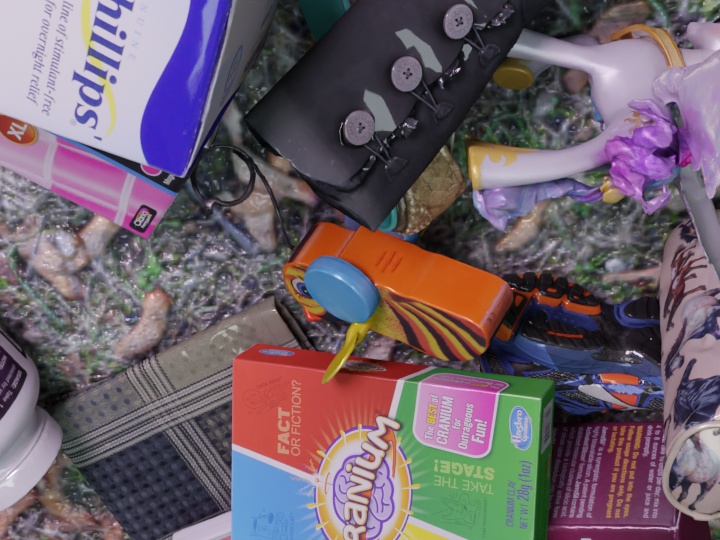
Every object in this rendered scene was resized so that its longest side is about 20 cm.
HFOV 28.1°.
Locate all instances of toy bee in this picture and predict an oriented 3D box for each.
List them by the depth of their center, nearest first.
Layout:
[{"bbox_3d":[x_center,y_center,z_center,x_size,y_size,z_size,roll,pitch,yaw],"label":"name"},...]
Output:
[{"bbox_3d":[0.000,0.000,0.881,0.130,0.200,0.109,-35,155,-19],"label":"toy bee"}]

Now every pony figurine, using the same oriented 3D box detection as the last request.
[{"bbox_3d":[0.156,-0.077,0.785,0.198,0.195,0.167,-5,150,3],"label":"pony figurine"}]

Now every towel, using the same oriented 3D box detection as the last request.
[{"bbox_3d":[-0.092,0.124,0.992,0.198,0.035,0.193,-24,117,15],"label":"towel"}]

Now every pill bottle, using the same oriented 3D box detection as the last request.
[{"bbox_3d":[-0.279,0.060,0.893,0.112,0.113,0.200,-30,118,16],"label":"pill bottle"}]

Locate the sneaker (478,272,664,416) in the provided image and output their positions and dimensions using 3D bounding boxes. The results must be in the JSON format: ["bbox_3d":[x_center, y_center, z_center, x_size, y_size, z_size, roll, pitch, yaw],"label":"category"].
[{"bbox_3d":[0.166,0.060,0.940,0.198,0.076,0.079,17,137,-9],"label":"sneaker"}]

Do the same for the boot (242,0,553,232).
[{"bbox_3d":[0.011,-0.142,0.728,0.200,0.066,0.165,-46,114,5],"label":"boot"}]

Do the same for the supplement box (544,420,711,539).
[{"bbox_3d":[0.126,0.182,0.958,0.198,0.104,0.132,-4,123,21],"label":"supplement box"}]

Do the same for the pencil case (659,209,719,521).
[{"bbox_3d":[0.219,0.047,0.856,0.077,0.201,0.090,21,133,-8],"label":"pencil case"}]

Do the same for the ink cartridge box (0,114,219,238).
[{"bbox_3d":[-0.187,-0.098,0.824,0.199,0.037,0.095,29,136,-13],"label":"ink cartridge box"}]

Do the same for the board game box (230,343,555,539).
[{"bbox_3d":[0.017,0.134,0.891,0.198,0.040,0.155,5,102,20],"label":"board game box"}]

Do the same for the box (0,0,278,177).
[{"bbox_3d":[-0.143,-0.155,0.702,0.198,0.184,0.106,20,119,-2],"label":"box"}]

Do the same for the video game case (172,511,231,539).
[{"bbox_3d":[-0.026,0.221,1.031,0.142,0.018,0.201,-22,134,12],"label":"video game case"}]

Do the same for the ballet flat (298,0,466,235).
[{"bbox_3d":[0.012,-0.122,0.811,0.065,0.070,0.202,-22,106,-21],"label":"ballet flat"}]
